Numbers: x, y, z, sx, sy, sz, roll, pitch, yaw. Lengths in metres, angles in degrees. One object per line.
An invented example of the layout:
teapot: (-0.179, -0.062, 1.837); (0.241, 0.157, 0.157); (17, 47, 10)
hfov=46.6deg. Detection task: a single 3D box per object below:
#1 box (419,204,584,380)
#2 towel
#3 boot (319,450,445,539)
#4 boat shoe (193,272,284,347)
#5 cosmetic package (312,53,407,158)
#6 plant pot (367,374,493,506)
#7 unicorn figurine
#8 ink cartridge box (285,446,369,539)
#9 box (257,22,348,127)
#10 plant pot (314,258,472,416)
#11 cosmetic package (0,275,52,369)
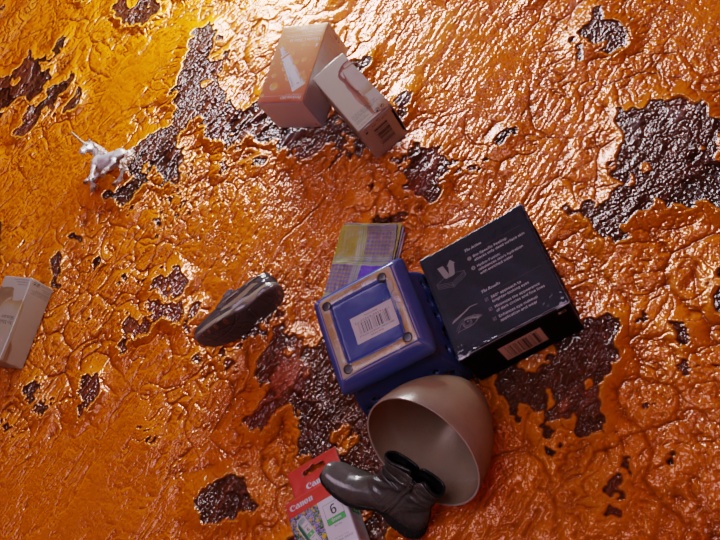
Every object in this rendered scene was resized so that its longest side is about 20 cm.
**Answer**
box: (0.229, 0.037, 1.364); (0.195, 0.117, 0.202); (-29, 56, 14)
towel: (0.000, 0.000, 1.572); (0.142, 0.023, 0.203); (5, 69, 31)
boot: (0.035, 0.321, 1.299); (0.198, 0.132, 0.068); (25, 39, 16)
boat shoe: (-0.241, 0.077, 1.648); (0.199, 0.075, 0.074); (-32, 44, 1)
cosmetic package: (-0.001, -0.334, 1.693); (0.087, 0.103, 0.201); (-40, 55, 3)
plant pot: (0.128, 0.240, 1.296); (0.198, 0.203, 0.134); (14, 38, 34)
unicorn figurine: (-0.628, -0.263, 2.039); (0.197, 0.074, 0.139); (2, 57, 15)
ink cartridge box: (-0.062, 0.398, 1.378); (0.108, 0.050, 0.202); (-32, 55, 12)
box: (-0.123, -0.420, 1.807); (0.123, 0.097, 0.203); (4, 69, 31)
plant pot: (0.045, 0.109, 1.382); (0.198, 0.180, 0.202); (-27, 60, 13)
cosmetic package: (-0.804, 0.120, 1.936); (0.104, 0.071, 0.203); (2, 67, 30)
